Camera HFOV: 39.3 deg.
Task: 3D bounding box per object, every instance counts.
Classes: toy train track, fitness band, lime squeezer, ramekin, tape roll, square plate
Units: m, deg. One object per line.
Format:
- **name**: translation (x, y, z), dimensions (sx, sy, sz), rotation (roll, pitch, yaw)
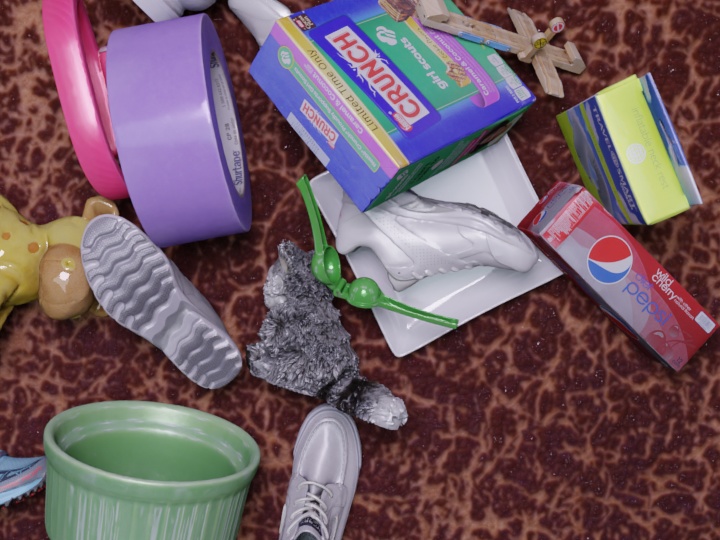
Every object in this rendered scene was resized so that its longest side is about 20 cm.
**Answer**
- **toy train track**: translation (0.140, -0.223, 0.937), dimensions (0.199, 0.033, 0.115), rotation (7, 51, -34)
- **fitness band**: translation (-0.248, -0.165, 0.947), dimensions (0.037, 0.144, 0.201), rotation (-15, 93, 0)
- **lime squeezer**: translation (0.000, 0.000, 0.941), dimensions (0.200, 0.038, 0.071), rotation (43, 110, -8)
- **ramekin**: translation (-0.198, 0.202, 0.942), dimensions (0.198, 0.200, 0.098), rotation (11, 100, 0)
- **tape roll**: translation (-0.160, -0.126, 0.919), dimensions (0.084, 0.200, 0.202), rotation (-10, 93, 2)
- **square plate**: translation (0.079, -0.046, 1.005), dimensions (0.199, 0.028, 0.199), rotation (-27, 93, 2)

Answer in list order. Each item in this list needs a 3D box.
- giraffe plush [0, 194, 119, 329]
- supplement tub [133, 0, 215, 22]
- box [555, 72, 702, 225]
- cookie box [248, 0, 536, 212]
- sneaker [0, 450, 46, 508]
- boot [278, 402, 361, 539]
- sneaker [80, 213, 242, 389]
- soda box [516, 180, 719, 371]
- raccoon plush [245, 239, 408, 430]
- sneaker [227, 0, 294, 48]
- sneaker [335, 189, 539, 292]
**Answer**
- **giraffe plush**: translation (-0.314, -0.001, 0.970), dimensions (0.161, 0.173, 0.201), rotation (7, 58, -9)
- **supplement tub**: translation (-0.155, -0.337, 0.937), dimensions (0.200, 0.145, 0.145), rotation (-45, 91, 2)
- **box**: translation (0.237, -0.103, 0.913), dimensions (0.047, 0.200, 0.123), rotation (-23, 92, 2)
- **cookie box**: translation (0.032, -0.166, 0.904), dimensions (0.200, 0.075, 0.171), rotation (-31, 77, -39)
- **sneaker**: translation (-0.404, 0.195, 1.001), dimensions (0.198, 0.079, 0.096), rotation (-8, 91, 1)
- **boot**: translation (-0.041, 0.236, 0.987), dimensions (0.073, 0.096, 0.202), rotation (7, 93, 1)
- **sneaker**: translation (-0.195, 0.029, 0.965), dimensions (0.075, 0.082, 0.200), rotation (-36, 111, -2)
- **soda box**: translation (0.246, 0.005, 0.966), dimensions (0.200, 0.070, 0.063), rotation (43, 90, -13)
- **raccoon plush**: translation (-0.019, 0.054, 0.965), dimensions (0.199, 0.097, 0.135), rotation (19, 93, 23)
- **sneaker**: translation (-0.061, -0.194, 0.980), dimensions (0.200, 0.070, 0.080), rotation (43, 95, -2)
- **sneaker**: translation (0.068, -0.022, 0.963), dimensions (0.199, 0.078, 0.100), rotation (18, 100, 9)
